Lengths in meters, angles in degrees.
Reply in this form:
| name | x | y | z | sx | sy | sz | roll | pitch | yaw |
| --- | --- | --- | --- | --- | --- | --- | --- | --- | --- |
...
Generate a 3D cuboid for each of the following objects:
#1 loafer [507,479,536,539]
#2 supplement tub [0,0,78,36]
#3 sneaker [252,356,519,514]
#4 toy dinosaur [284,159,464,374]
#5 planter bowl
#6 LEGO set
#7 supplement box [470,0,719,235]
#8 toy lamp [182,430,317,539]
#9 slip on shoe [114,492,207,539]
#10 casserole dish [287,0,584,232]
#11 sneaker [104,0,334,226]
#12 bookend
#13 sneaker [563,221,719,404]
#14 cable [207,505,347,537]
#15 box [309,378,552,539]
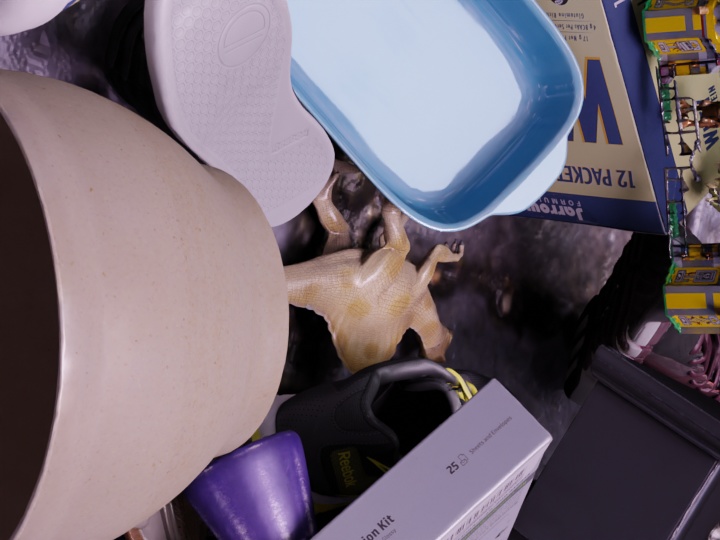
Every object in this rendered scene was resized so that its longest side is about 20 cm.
| name | x | y | z | sx | sy | sz | roll | pitch | yaw |
| --- | --- | --- | --- | --- | --- | --- | --- | --- | --- |
| loafer | 0.053 | 0.169 | 1.368 | 0.200 | 0.072 | 0.073 | -29 | 142 | -41 |
| supplement tub | -0.109 | -0.197 | 1.080 | 0.200 | 0.144 | 0.145 | -39 | 123 | -39 |
| sneaker | 0.031 | 0.080 | 1.293 | 0.200 | 0.084 | 0.075 | -6 | 76 | -54 |
| toy dinosaur | 0.000 | 0.000 | 1.304 | 0.200 | 0.058 | 0.102 | 14 | 86 | -49 |
| planter bowl | -0.114 | 0.019 | 1.049 | 0.134 | 0.200 | 0.201 | -1 | 97 | -38 |
| LEGO set | 0.221 | -0.060 | 1.281 | 0.153 | 0.115 | 0.201 | 0 | 89 | -53 |
| supplement box | 0.132 | -0.157 | 1.373 | 0.200 | 0.134 | 0.201 | -43 | 126 | -37 |
| toy lamp | -0.074 | 0.033 | 1.153 | 0.058 | 0.058 | 0.201 | -17 | 79 | -47 |
| slip on shoe | -0.093 | 0.125 | 1.207 | 0.060 | 0.076 | 0.201 | -30 | 110 | -36 |
| casserole dish | 0.017 | -0.109 | 1.266 | 0.121 | 0.039 | 0.200 | -45 | 102 | -14 |
| sneaker | -0.078 | -0.097 | 1.145 | 0.071 | 0.099 | 0.200 | -44 | 154 | -10 |
| bookend | 0.140 | 0.159 | 1.321 | 0.199 | 0.092 | 0.200 | -59 | 149 | 3 |
| sneaker | 0.184 | 0.034 | 1.407 | 0.115 | 0.200 | 0.076 | 17 | 73 | -4 |
| cable | -0.025 | 0.106 | 1.322 | 0.200 | 0.050 | 0.097 | -37 | 106 | -54 |
| box | 0.008 | 0.141 | 1.206 | 0.156 | 0.041 | 0.200 | -40 | 165 | -17 |
